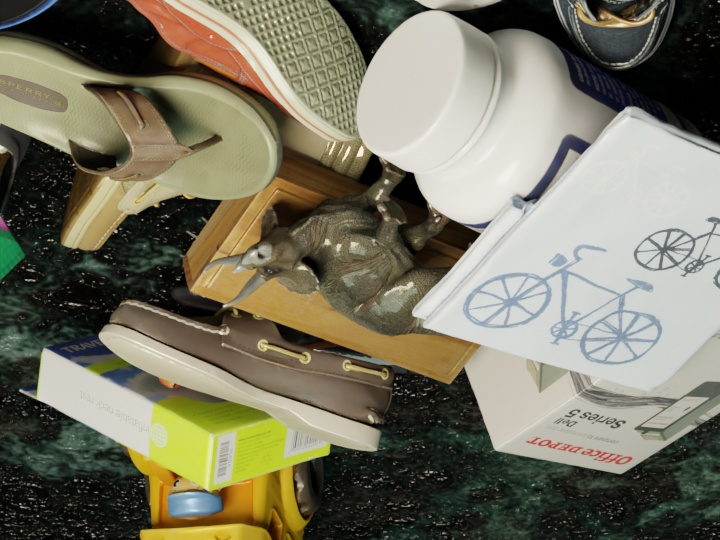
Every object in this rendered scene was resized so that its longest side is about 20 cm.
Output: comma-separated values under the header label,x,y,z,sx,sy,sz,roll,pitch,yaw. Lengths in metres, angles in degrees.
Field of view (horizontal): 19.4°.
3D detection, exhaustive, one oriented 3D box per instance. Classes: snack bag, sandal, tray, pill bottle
label,x,y,z,sx,sy,sz,roll,pitch,yaw
snack bag,0.158,-0.011,1.222,0.188,0.021,0.200,17,131,-32
sandal,-0.144,-0.081,1.231,0.201,0.057,0.080,14,126,5
tray,0.000,0.000,1.323,0.200,0.037,0.099,20,122,-29
pill bottle,0.101,-0.073,1.243,0.200,0.120,0.120,25,141,-35

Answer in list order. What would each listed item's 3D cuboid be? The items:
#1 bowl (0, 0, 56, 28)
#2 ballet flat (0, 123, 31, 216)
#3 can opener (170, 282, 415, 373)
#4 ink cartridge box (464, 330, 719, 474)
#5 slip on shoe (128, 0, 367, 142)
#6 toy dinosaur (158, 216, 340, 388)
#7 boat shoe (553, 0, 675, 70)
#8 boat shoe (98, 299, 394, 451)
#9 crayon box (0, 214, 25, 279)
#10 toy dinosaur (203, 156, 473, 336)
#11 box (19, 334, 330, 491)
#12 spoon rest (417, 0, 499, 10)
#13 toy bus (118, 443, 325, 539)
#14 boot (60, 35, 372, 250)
label,x,y,z,sx,sy,sz,roll,pitch,yaw
bowl,-0.245,-0.205,1.173,0.200,0.039,0.201,3,146,2
ballet flat,-0.257,-0.055,1.368,0.073,0.073,0.200,15,145,-15
can opener,-0.040,0.044,1.494,0.200,0.063,0.079,5,146,-2
ink cartridge box,0.190,0.049,1.404,0.145,0.084,0.200,15,137,-44
slip on shoe,-0.068,-0.141,1.228,0.200,0.074,0.061,35,151,-34
toy dinosaur,-0.040,0.038,1.393,0.200,0.105,0.182,42,104,-2
boat shoe,0.138,-0.157,1.157,0.071,0.091,0.200,-1,146,7
boat shoe,-0.069,0.056,1.336,0.200,0.060,0.072,23,167,-21
crayon box,-0.322,-0.031,1.343,0.200,0.058,0.119,-7,122,40
toy dinosaur,0.009,-0.003,1.265,0.102,0.077,0.200,-38,133,27
box,-0.129,0.087,1.466,0.200,0.048,0.122,23,-157,38
spoon rest,0.013,-0.190,1.163,0.200,0.061,0.099,8,154,-30
toy bus,-0.114,0.187,1.600,0.136,0.192,0.200,-4,144,14
boot,-0.091,-0.060,1.337,0.155,0.073,0.200,21,133,-22
